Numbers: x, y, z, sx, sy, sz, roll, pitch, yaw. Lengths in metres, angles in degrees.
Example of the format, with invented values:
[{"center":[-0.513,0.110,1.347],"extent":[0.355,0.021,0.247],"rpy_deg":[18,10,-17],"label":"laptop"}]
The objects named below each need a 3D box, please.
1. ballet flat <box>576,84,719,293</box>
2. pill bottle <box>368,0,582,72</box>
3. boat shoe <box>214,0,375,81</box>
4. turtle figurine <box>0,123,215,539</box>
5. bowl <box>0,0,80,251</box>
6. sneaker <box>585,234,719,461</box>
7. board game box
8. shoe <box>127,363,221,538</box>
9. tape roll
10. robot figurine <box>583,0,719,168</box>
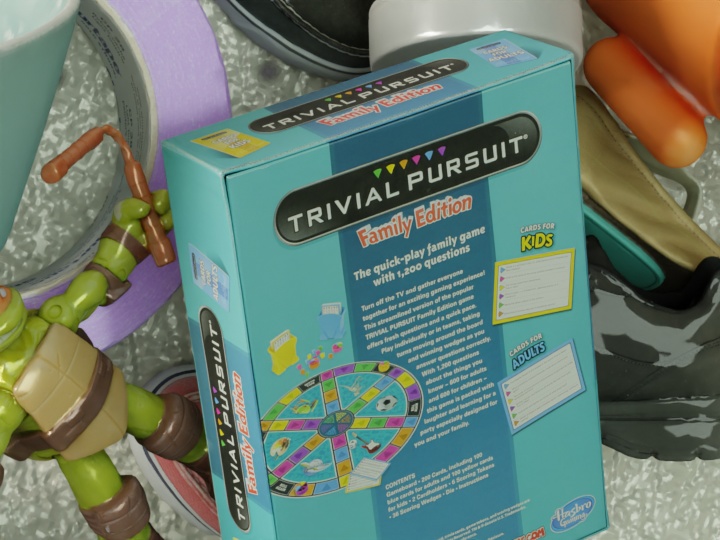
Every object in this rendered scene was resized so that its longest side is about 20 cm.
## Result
[{"center":[0.147,-0.005,1.018],"extent":[0.200,0.069,0.063],"rpy_deg":[43,64,-15],"label":"ballet flat"},{"center":[0.041,-0.177,0.935],"extent":[0.112,0.113,0.201],"rpy_deg":[2,76,-17],"label":"pill bottle"},{"center":[-0.050,-0.157,0.957],"extent":[0.069,0.057,0.200],"rpy_deg":[-45,103,-11],"label":"boat shoe"},{"center":[-0.112,0.059,0.869],"extent":[0.161,0.064,0.200],"rpy_deg":[49,51,-33],"label":"turtle figurine"},{"center":[-0.194,-0.044,0.795],"extent":[0.200,0.201,0.105],"rpy_deg":[-7,112,-17],"label":"bowl"},{"center":[0.071,0.031,0.973],"extent":[0.199,0.076,0.091],"rpy_deg":[-2,106,-6],"label":"sneaker"},{"center":[0.014,0.028,0.861],"extent":[0.151,0.047,0.201],"rpy_deg":[-20,117,-28],"label":"board game box"},{"center":[-0.004,0.107,0.959],"extent":[0.200,0.091,0.072],"rpy_deg":[37,81,-14],"label":"shoe"},{"center":[-0.155,-0.056,0.924],"extent":[0.199,0.066,0.201],"rpy_deg":[-1,92,-17],"label":"tape roll"},{"center":[0.168,-0.122,0.952],"extent":[0.143,0.200,0.117],"rpy_deg":[-22,137,-25],"label":"robot figurine"}]
